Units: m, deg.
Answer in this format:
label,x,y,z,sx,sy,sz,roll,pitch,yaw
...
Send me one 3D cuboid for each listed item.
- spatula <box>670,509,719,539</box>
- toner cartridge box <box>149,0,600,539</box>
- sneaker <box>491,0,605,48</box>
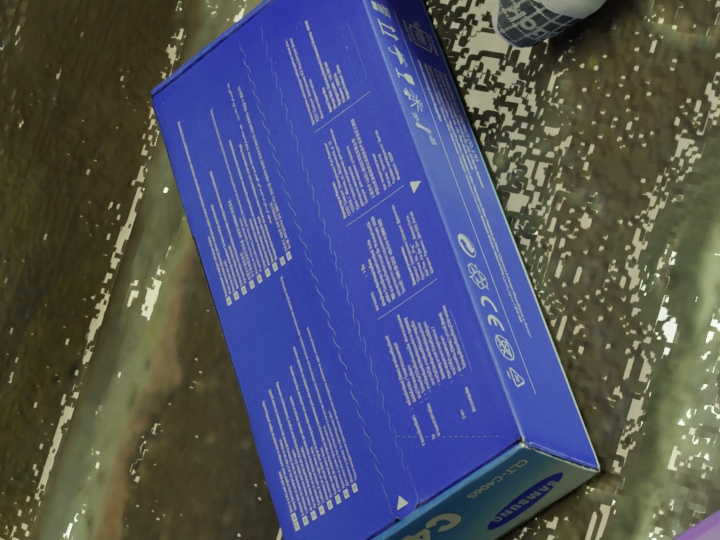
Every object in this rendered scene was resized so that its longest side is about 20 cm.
label,x,y,z,sx,sy,sz,roll,pitch,yaw
spatula,0.164,0.041,0.741,0.200,0.021,0.057,-44,50,19
toner cartridge box,0.000,0.000,0.879,0.095,0.043,0.200,-36,55,27
sneaker,0.032,-0.168,0.884,0.081,0.076,0.200,-47,57,36
